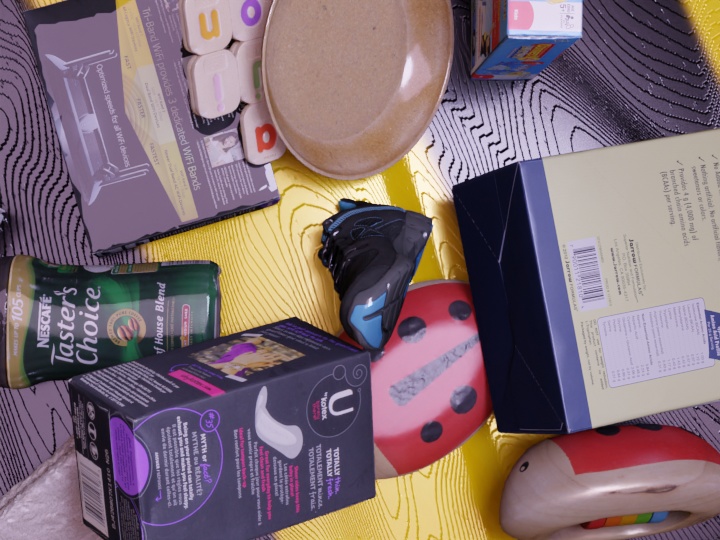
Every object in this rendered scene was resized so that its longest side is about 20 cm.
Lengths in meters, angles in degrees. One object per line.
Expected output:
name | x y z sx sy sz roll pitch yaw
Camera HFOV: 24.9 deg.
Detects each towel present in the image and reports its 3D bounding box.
towel | -0.186 0.174 1.261 0.200 0.035 0.133 -42 125 3

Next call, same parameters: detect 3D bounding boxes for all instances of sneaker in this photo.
sneaker | 0.000 0.000 1.248 0.081 0.200 0.074 21 110 2

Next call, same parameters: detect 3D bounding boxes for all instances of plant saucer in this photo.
plant saucer | -0.009 -0.173 1.279 0.199 0.035 0.202 -15 113 -39

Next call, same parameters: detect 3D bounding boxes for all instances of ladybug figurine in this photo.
ladybug figurine | 0.202 0.165 1.279 0.198 0.136 0.072 -2 67 -17
ladybug figurine | 0.043 0.085 1.301 0.200 0.072 0.136 -40 91 -5

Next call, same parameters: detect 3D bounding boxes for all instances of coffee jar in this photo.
coffee jar | -0.209 0.042 1.275 0.198 0.085 0.105 1 97 -4

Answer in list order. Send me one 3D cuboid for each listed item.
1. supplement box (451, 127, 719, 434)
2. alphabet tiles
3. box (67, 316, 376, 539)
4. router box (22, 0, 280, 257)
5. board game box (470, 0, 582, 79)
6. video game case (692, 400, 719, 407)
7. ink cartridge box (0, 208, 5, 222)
supplement box | 0.200 0.008 1.240 0.198 0.134 0.202 -10 89 -19
alphabet tiles | -0.054 -0.190 1.267 0.199 0.015 0.197 -24 117 -36
box | -0.098 0.123 1.195 0.199 0.106 0.123 -13 111 -32
router box | -0.165 -0.128 1.301 0.156 0.052 0.201 -16 89 -5
board game box | 0.125 -0.260 1.256 0.055 0.196 0.202 1 88 -4
video game case | 0.241 0.015 1.342 0.181 0.024 0.202 -9 89 -4
ink cartridge box | -0.362 0.019 1.236 0.084 0.146 0.201 27 85 -1
